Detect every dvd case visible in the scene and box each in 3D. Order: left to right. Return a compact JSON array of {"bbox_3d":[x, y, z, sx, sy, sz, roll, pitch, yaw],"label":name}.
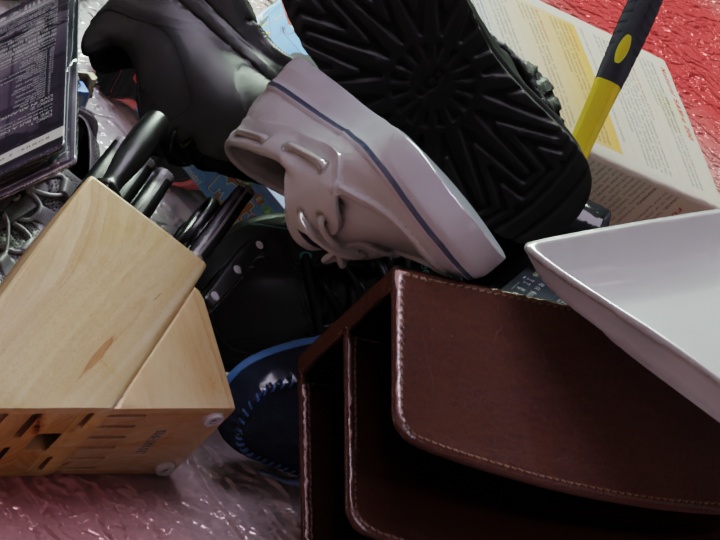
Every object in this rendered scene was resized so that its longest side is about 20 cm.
[{"bbox_3d":[-0.205,-0.068,1.453,0.016,0.148,0.200,61,9,-26],"label":"dvd case"}]

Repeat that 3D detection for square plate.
[{"bbox_3d":[0.194,0.039,1.288,0.200,0.029,0.198,38,27,29],"label":"square plate"}]

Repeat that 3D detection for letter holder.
[{"bbox_3d":[0.082,0.099,1.295,0.199,0.101,0.143,12,60,-23],"label":"letter holder"}]

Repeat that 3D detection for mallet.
[{"bbox_3d":[0.139,-0.089,1.601,0.066,0.200,0.041,30,-15,9],"label":"mallet"}]

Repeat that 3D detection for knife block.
[{"bbox_3d":[-0.132,0.003,1.344,0.199,0.064,0.176,1,57,-37],"label":"knife block"}]

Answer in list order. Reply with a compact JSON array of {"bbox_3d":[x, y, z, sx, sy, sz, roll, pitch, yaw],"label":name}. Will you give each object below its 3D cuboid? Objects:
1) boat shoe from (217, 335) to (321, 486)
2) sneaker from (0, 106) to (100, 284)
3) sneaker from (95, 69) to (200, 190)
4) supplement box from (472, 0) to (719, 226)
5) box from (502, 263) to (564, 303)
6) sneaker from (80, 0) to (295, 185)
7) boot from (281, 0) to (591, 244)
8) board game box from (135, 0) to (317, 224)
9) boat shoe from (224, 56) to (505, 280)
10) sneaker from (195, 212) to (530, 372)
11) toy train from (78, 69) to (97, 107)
[{"bbox_3d":[0.029,0.076,1.390,0.199,0.084,0.069,4,33,-29],"label":"boat shoe"},{"bbox_3d":[-0.177,-0.025,1.424,0.074,0.082,0.200,22,25,1],"label":"sneaker"},{"bbox_3d":[-0.090,-0.103,1.694,0.087,0.074,0.200,18,30,-34],"label":"sneaker"},{"bbox_3d":[0.103,-0.086,1.701,0.199,0.074,0.126,21,39,-38],"label":"supplement box"},{"bbox_3d":[0.139,0.056,1.554,0.157,0.051,0.200,26,24,12],"label":"box"},{"bbox_3d":[-0.059,-0.074,1.471,0.200,0.091,0.076,45,-7,25],"label":"sneaker"},{"bbox_3d":[0.031,-0.109,1.479,0.211,0.079,0.158,52,8,-16],"label":"boot"},{"bbox_3d":[-0.026,-0.066,1.609,0.151,0.037,0.200,50,29,-4],"label":"board game box"},{"bbox_3d":[-0.002,-0.032,1.335,0.074,0.065,0.200,48,-4,-29],"label":"boat shoe"},{"bbox_3d":[0.000,0.000,1.473,0.199,0.076,0.079,-17,7,-35],"label":"sneaker"},{"bbox_3d":[-0.227,-0.103,1.603,0.199,0.034,0.046,3,34,-34],"label":"toy train"}]
